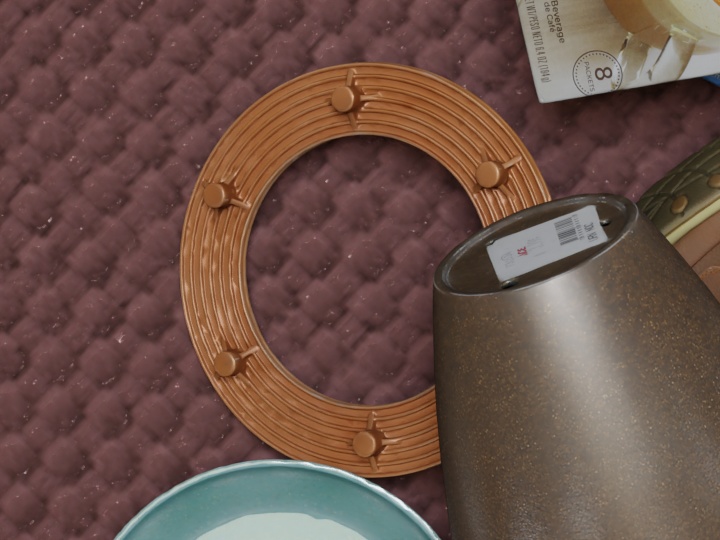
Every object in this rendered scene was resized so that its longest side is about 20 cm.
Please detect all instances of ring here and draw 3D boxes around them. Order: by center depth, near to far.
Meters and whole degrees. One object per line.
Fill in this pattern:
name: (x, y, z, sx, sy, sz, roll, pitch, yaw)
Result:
ring: (0.000, 0.000, 1.128, 0.200, 0.019, 0.201, 1, 93, 24)

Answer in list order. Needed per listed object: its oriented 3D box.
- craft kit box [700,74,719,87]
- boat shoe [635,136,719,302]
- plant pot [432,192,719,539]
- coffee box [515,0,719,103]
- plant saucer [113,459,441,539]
craft kit box: (0.150, -0.207, 1.116, 0.200, 0.049, 0.198, 27, 115, 5)
boat shoe: (0.152, 0.001, 1.118, 0.068, 0.072, 0.200, 43, 109, -12)
plant pot: (0.110, 0.074, 1.033, 0.187, 0.187, 0.200, -21, 109, 2)
coffee box: (0.170, -0.154, 1.062, 0.200, 0.080, 0.115, -9, 108, 18)
plant saucer: (-0.039, 0.191, 1.143, 0.200, 0.036, 0.200, 0, 86, 4)
